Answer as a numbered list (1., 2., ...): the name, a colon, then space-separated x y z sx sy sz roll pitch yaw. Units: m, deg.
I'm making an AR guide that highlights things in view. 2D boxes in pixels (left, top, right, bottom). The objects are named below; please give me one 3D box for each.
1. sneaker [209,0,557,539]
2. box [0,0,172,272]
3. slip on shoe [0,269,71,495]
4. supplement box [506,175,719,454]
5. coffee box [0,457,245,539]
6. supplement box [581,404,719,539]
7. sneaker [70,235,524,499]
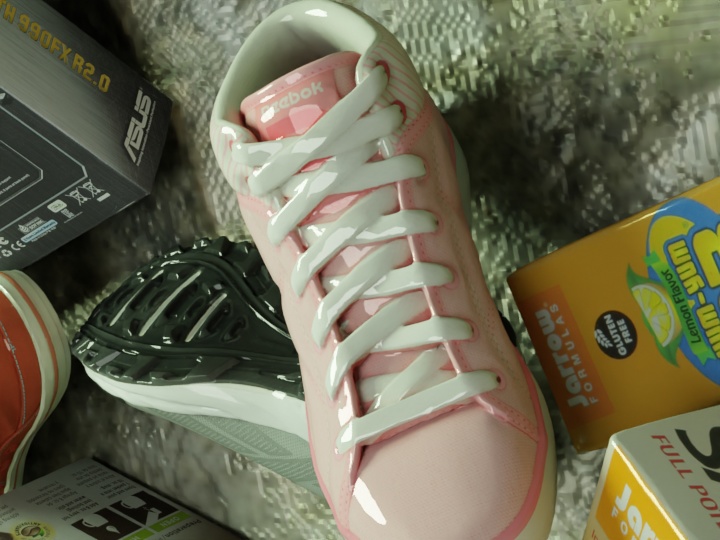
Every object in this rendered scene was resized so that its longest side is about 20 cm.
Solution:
1. sneaker: 0.000 0.000 0.775 0.075 0.105 0.201 -22 47 13
2. box: -0.192 -0.048 0.935 0.158 0.049 0.199 36 134 -29
3. slip on shoe: -0.165 0.072 0.982 0.074 0.061 0.200 54 145 18
4. supplement box: 0.142 -0.008 0.756 0.199 0.069 0.067 -27 86 40
5. coffee box: -0.057 0.166 0.941 0.199 0.080 0.114 23 116 28
6. supplement box: 0.113 0.152 0.766 0.126 0.073 0.201 55 147 41
7. sneaker: -0.023 0.045 0.887 0.199 0.074 0.080 15 142 39
